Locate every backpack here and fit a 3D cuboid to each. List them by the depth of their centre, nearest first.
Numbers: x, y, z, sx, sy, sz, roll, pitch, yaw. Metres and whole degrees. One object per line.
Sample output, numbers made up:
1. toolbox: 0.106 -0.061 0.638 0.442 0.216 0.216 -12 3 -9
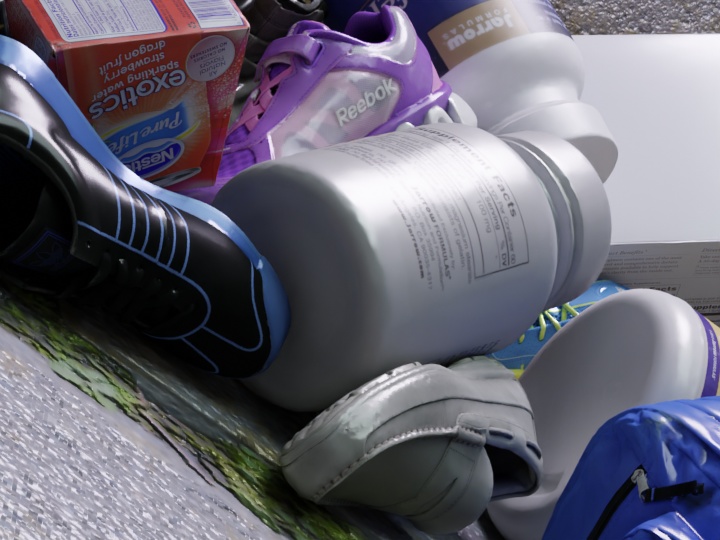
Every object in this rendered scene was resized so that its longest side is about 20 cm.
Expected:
1. backpack: 0.162 0.145 1.072 0.167 0.163 0.200 2 37 -44

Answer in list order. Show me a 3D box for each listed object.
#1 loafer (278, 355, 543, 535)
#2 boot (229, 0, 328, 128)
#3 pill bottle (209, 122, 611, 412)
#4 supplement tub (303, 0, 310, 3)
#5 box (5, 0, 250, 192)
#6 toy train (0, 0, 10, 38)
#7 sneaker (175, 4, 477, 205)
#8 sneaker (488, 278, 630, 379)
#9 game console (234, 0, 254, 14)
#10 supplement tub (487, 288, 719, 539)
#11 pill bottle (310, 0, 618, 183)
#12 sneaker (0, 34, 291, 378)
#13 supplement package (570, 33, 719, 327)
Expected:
1. loafer: 0.031 0.081 1.132 0.070 0.070 0.200 59 26 12
2. boot: -0.077 -0.101 1.339 0.068 0.131 0.200 39 12 -4
3. pill bottle: 0.027 -0.009 1.204 0.114 0.115 0.199 44 34 24
4. supplement tub: -0.035 -0.176 1.588 0.144 0.200 0.144 37 11 -9
5. box: -0.141 -0.128 1.189 0.099 0.096 0.200 -9 45 -29
6. toy train: -0.217 -0.141 1.133 0.085 0.114 0.200 -20 40 -25
7. sneaker: -0.032 -0.075 1.277 0.080 0.200 0.089 -4 -70 49
8. sneaker: 0.093 0.031 1.436 0.200 0.105 0.076 32 13 -34
9. game console: -0.170 -0.174 1.364 0.172 0.119 0.200 34 12 -24
10. supplement tub: 0.176 0.116 1.269 0.200 0.146 0.146 35 12 -23
11. pill bottle: 0.054 -0.121 1.415 0.116 0.116 0.201 19 37 -59
12. sneaker: -0.111 -0.009 1.074 0.200 0.070 0.078 41 33 -22
13. supplement package: 0.145 -0.047 1.516 0.199 0.111 0.156 -1 55 -9
